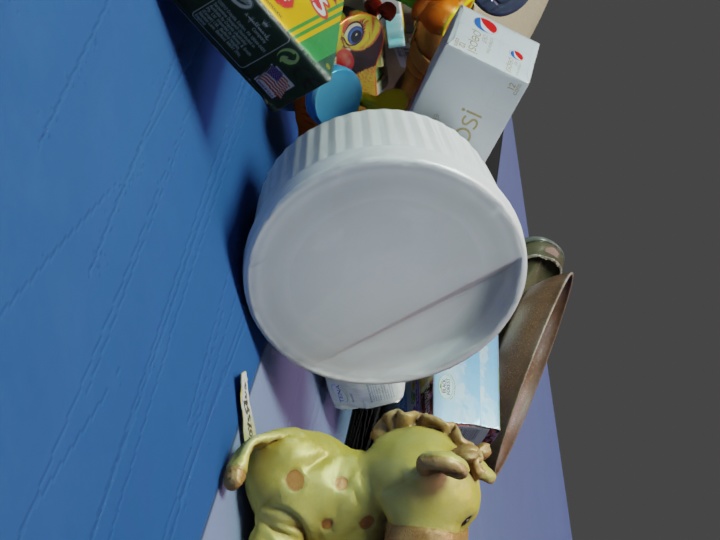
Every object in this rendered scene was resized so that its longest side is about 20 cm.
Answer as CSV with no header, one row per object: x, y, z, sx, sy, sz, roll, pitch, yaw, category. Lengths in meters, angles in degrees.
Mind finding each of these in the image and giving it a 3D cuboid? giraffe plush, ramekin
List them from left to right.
0.009,0.159,1.135,0.173,0.161,0.201,-65,148,-68,giraffe plush
0.014,-0.022,1.190,0.094,0.201,0.203,-97,174,-52,ramekin

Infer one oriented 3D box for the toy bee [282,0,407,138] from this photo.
-0.010,-0.154,1.271,0.131,0.109,0.200,43,-29,28,toy bee

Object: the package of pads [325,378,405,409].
0.000,0.000,1.403,0.200,0.068,0.155,-80,160,-52,package of pads

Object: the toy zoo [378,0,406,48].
0.018,-0.278,1.397,0.131,0.020,0.201,70,14,-73,toy zoo

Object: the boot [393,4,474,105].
0.069,-0.180,1.460,0.200,0.073,0.155,-92,-173,-57,boot

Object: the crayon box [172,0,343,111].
-0.065,-0.217,1.112,0.127,0.051,0.201,46,32,-32,crayon box

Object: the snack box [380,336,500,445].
0.068,0.107,1.513,0.200,0.067,0.169,112,-17,-57,snack box

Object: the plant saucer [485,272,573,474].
0.145,0.090,1.542,0.200,0.037,0.201,21,90,-80,plant saucer

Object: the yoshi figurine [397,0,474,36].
0.010,-0.270,1.267,0.113,0.200,0.112,-55,172,-3,yoshi figurine

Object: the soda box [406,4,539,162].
0.058,-0.091,1.249,0.064,0.068,0.200,-69,-174,-52,soda box

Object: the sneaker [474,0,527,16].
0.083,-0.306,1.397,0.201,0.074,0.082,61,-5,-12,sneaker

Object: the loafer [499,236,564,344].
0.137,0.058,1.634,0.200,0.075,0.070,-57,-155,20,loafer

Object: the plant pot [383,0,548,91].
0.068,-0.277,1.599,0.200,0.199,0.178,65,35,-59,plant pot

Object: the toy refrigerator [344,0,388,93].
-0.021,-0.246,1.399,0.076,0.070,0.201,-56,140,-73,toy refrigerator
